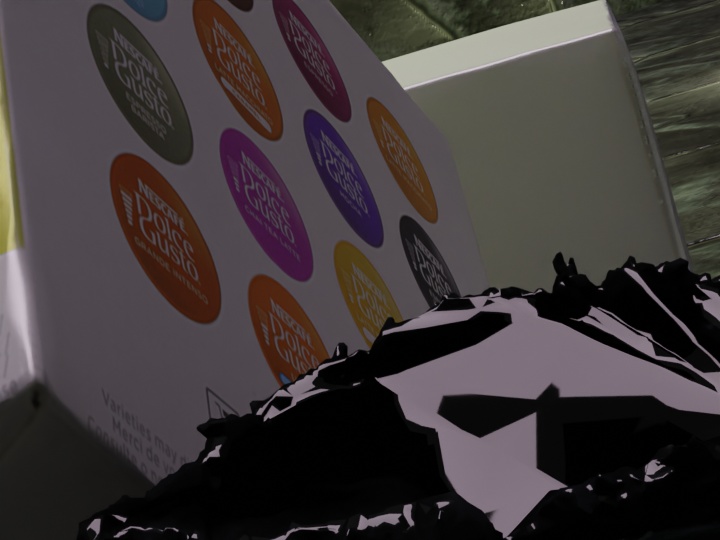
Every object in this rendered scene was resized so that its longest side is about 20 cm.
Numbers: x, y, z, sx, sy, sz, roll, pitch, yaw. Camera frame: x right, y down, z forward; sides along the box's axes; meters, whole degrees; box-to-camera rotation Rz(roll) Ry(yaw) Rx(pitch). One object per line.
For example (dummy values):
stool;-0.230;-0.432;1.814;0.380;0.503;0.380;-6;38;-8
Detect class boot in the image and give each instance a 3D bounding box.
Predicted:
boot;-0.001;0.094;0.390;0.198;0.163;0.073;-16;31;-1

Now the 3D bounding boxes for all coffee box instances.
coffee box;-0.094;0.034;0.512;0.200;0.200;0.198;-27;48;16

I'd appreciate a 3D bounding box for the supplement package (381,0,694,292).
supplement package;0.000;0.000;0.841;0.199;0.118;0.117;-16;8;7
